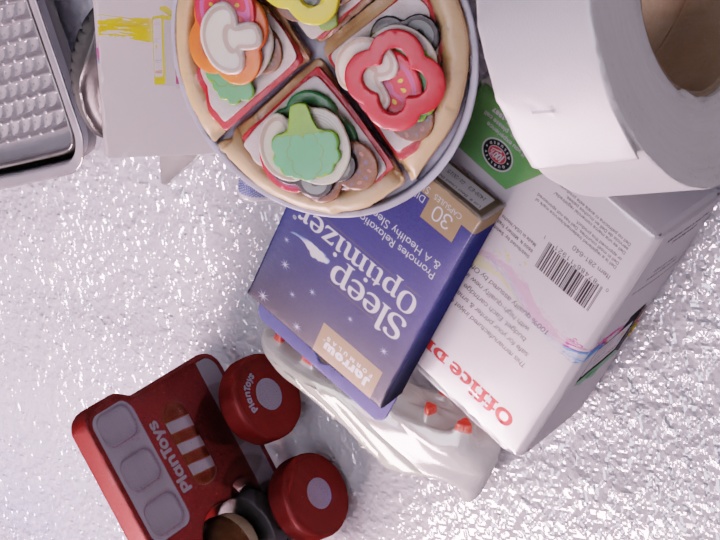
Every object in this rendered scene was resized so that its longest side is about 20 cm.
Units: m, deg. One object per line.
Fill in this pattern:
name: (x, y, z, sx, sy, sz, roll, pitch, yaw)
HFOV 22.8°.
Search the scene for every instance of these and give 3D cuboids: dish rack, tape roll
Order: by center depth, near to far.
tape roll: (0.145, -0.140, 0.933, 0.070, 0.202, 0.205, -2, 109, 40)
dish rack: (-0.282, -0.169, 1.398, 0.170, 0.043, 0.202, -7, 105, 42)

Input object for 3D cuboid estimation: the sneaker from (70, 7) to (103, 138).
sneaker: (-0.150, -0.169, 1.263, 0.082, 0.073, 0.202, 34, 129, 22)

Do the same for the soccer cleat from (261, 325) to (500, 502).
soccer cleat: (0.008, 0.097, 1.259, 0.199, 0.069, 0.078, 27, 129, 25)

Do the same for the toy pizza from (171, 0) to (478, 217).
toy pizza: (-0.027, -0.125, 1.033, 0.198, 0.032, 0.203, 9, 113, 22)

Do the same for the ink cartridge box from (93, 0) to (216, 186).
ink cartridge box: (-0.109, -0.170, 1.149, 0.124, 0.129, 0.202, -3, 126, -6)

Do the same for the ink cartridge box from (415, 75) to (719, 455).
ink cartridge box: (0.107, -0.009, 1.109, 0.145, 0.084, 0.201, 42, 131, 18)

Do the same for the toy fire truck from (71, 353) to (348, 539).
toy fire truck: (-0.114, 0.166, 1.323, 0.112, 0.167, 0.202, -24, 94, 44)

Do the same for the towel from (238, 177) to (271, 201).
towel: (-0.004, -0.137, 1.113, 0.024, 0.145, 0.202, -129, 38, -50)

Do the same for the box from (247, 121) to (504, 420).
box: (0.000, 0.000, 1.120, 0.121, 0.032, 0.201, 39, 131, 16)
